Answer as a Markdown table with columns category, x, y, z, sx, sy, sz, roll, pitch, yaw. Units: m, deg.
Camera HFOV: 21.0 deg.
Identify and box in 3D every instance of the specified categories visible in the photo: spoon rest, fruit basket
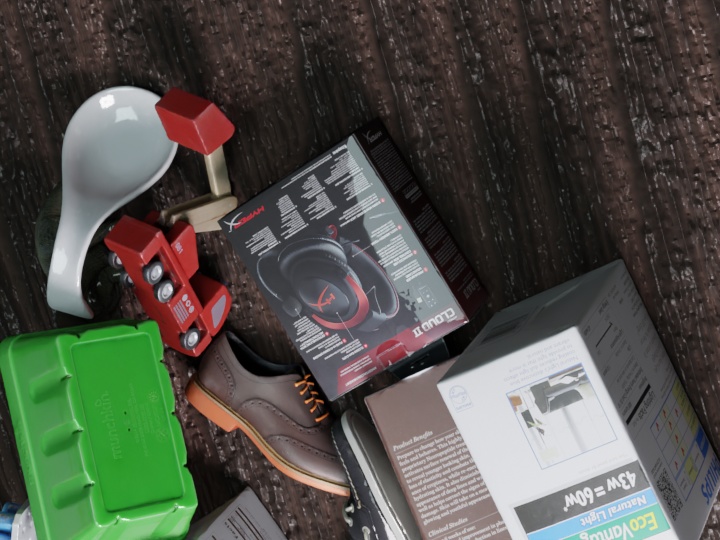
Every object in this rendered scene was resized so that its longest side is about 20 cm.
| category | x | y | z | sx | sy | sz | roll | pitch | yaw |
| --- | --- | --- | --- | --- | --- | --- | --- | --- | --- |
| spoon rest | -0.216 | -0.064 | 1.629 | 0.098 | 0.061 | 0.202 | 14 | 75 | 12 |
| fruit basket | -0.220 | 0.146 | 1.648 | 0.215 | 0.154 | 0.218 | 24 | 118 | 57 |

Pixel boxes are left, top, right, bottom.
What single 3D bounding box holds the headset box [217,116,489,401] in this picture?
| category | x | y | z | sx | sy | sz | roll | pitch | yaw |
| --- | --- | --- | --- | --- | --- | --- | --- | --- | --- |
| headset box | 0.000 | 0.000 | 1.608 | 0.148 | 0.075 | 0.201 | -31 | 94 | 24 |

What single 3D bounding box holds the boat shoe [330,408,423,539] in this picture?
| category | x | y | z | sx | sy | sz | roll | pitch | yaw |
| --- | --- | --- | --- | --- | --- | --- | --- | --- | --- |
| boat shoe | 0.018 | 0.212 | 1.615 | 0.060 | 0.074 | 0.201 | -25 | 102 | 20 |

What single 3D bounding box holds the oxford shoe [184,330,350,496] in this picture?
| category | x | y | z | sx | sy | sz | roll | pitch | yaw |
| --- | --- | --- | --- | --- | --- | --- | --- | --- | --- |
| oxford shoe | -0.055 | 0.126 | 1.667 | 0.199 | 0.071 | 0.073 | 31 | 108 | 8 |

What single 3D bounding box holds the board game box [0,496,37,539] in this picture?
| category | x | y | z | sx | sy | sz | roll | pitch | yaw |
| --- | --- | --- | --- | --- | --- | --- | --- | --- | --- |
| board game box | -0.287 | 0.264 | 1.708 | 0.026 | 0.200 | 0.202 | 10 | 109 | 6 |

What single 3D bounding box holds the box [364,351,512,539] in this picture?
| category | x | y | z | sx | sy | sz | roll | pitch | yaw |
| --- | --- | --- | --- | --- | --- | --- | --- | --- | --- |
| box | 0.089 | 0.175 | 1.582 | 0.099 | 0.075 | 0.202 | -23 | 85 | 9 |

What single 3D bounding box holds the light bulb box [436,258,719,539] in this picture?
| category | x | y | z | sx | sy | sz | roll | pitch | yaw |
| --- | --- | --- | --- | --- | --- | --- | --- | --- | --- |
| light bulb box | 0.178 | 0.125 | 1.519 | 0.124 | 0.198 | 0.201 | -24 | 96 | 23 |

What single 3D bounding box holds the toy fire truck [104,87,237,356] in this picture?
| category | x | y | z | sx | sy | sz | roll | pitch | yaw |
| --- | --- | --- | --- | --- | --- | --- | --- | --- | --- |
| toy fire truck | -0.145 | -0.038 | 1.631 | 0.048 | 0.141 | 0.201 | 22 | 152 | 34 |

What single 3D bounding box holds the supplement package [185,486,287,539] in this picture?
| category | x | y | z | sx | sy | sz | roll | pitch | yaw |
| --- | --- | --- | --- | --- | --- | --- | --- | --- | --- |
| supplement package | -0.158 | 0.325 | 1.686 | 0.191 | 0.200 | 0.148 | -35 | 93 | 24 |

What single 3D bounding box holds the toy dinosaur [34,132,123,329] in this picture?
| category | x | y | z | sx | sy | sz | roll | pitch | yaw |
| --- | --- | --- | --- | --- | --- | --- | --- | --- | --- |
| toy dinosaur | -0.241 | -0.015 | 1.684 | 0.101 | 0.077 | 0.202 | -19 | 103 | 8 |
